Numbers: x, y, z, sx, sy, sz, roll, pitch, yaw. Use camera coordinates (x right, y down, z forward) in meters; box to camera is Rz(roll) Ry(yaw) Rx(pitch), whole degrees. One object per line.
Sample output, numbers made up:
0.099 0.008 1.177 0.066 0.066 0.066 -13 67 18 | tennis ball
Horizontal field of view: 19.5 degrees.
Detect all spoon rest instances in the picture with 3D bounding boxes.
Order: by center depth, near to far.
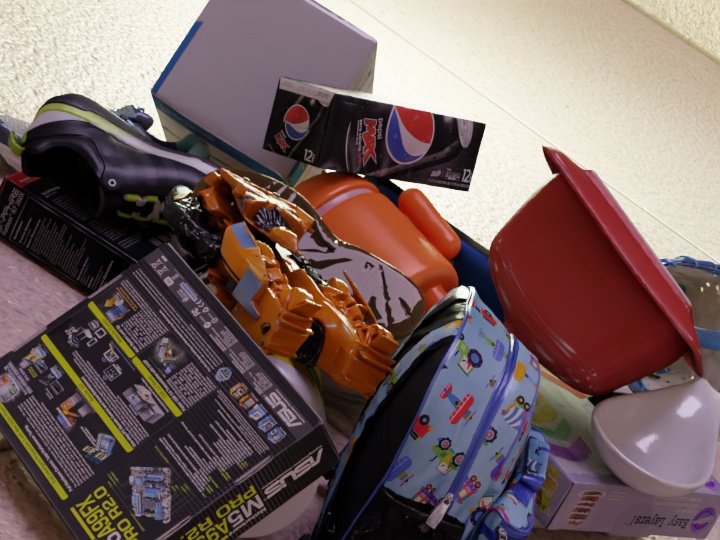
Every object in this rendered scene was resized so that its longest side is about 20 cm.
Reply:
0.238 0.122 1.603 0.099 0.061 0.200 37 22 17 | spoon rest

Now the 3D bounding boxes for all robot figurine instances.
-0.054 0.001 1.406 0.145 0.058 0.200 26 19 -38 | robot figurine
-0.001 0.001 1.699 0.200 0.144 0.116 47 19 26 | robot figurine

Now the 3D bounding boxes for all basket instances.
0.314 0.060 1.942 0.176 0.140 0.200 11 -4 -38 | basket

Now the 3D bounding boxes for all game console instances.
0.096 0.012 1.812 0.118 0.171 0.200 -26 49 -36 | game console

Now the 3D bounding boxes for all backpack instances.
0.059 0.121 1.406 0.134 0.201 0.183 28 19 -2 | backpack

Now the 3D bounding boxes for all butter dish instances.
0.160 0.026 1.609 0.200 0.148 0.199 55 3 12 | butter dish

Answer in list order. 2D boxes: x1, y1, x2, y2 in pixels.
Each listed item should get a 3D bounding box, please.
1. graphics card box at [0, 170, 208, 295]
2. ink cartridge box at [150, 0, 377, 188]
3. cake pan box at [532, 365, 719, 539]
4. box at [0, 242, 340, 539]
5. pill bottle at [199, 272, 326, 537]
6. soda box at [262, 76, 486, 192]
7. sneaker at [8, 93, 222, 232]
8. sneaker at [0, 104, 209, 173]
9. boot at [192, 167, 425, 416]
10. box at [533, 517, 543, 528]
-0.178 -0.014 1.634 0.200 0.051 0.125 31 20 9 | graphics card box
-0.083 -0.155 1.851 0.144 0.148 0.200 31 -9 4 | ink cartridge box
0.170 0.133 1.643 0.199 0.052 0.184 10 30 -41 | cake pan box
-0.131 0.092 1.299 0.200 0.160 0.044 45 -13 40 | box
-0.081 0.089 1.423 0.114 0.115 0.200 23 21 -15 | pill bottle
0.015 -0.112 1.744 0.071 0.064 0.200 20 9 40 | soda box
-0.177 -0.057 1.604 0.199 0.072 0.083 27 44 -1 | sneaker
-0.218 -0.107 1.751 0.199 0.087 0.078 17 22 -29 | sneaker
-0.047 0.021 1.578 0.200 0.155 0.072 34 61 14 | boot
0.130 0.149 1.670 0.199 0.036 0.144 10 28 -44 | box
